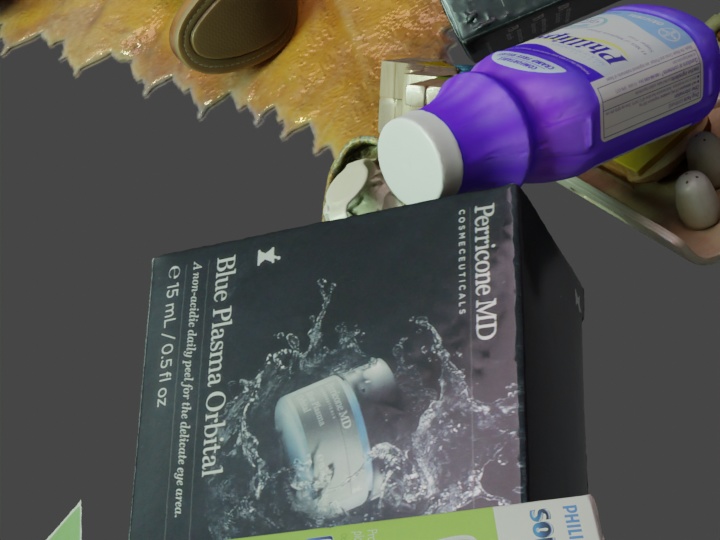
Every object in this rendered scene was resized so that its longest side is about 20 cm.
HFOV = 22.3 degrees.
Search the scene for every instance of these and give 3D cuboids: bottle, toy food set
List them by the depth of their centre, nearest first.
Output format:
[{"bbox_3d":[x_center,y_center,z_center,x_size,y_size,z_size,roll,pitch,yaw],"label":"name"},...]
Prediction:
[{"bbox_3d":[0.097,-0.084,0.938,0.200,0.065,0.084,-23,30,-35],"label":"bottle"},{"bbox_3d":[0.200,-0.101,1.031,0.200,0.060,0.143,-40,43,-14],"label":"toy food set"}]

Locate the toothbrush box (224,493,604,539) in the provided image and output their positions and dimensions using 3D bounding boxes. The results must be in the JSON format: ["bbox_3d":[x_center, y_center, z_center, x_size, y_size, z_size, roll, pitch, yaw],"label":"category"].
[{"bbox_3d":[0.007,0.183,0.744,0.200,0.146,0.086,-7,32,3],"label":"toothbrush box"}]

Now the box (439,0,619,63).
[{"bbox_3d":[0.135,-0.214,1.098,0.200,0.104,0.148,-23,-1,5],"label":"box"}]

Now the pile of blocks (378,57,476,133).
[{"bbox_3d":[0.057,-0.086,1.079,0.082,0.062,0.200,1,12,-6],"label":"pile of blocks"}]

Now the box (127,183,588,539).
[{"bbox_3d":[0.003,0.083,0.883,0.200,0.117,0.197,-11,58,19],"label":"box"}]

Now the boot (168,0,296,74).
[{"bbox_3d":[-0.109,-0.210,1.306,0.155,0.074,0.200,13,44,36],"label":"boot"}]

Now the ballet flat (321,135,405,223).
[{"bbox_3d":[0.000,0.000,1.035,0.071,0.071,0.200,-11,44,19],"label":"ballet flat"}]

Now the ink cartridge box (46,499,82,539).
[{"bbox_3d":[-0.148,0.229,0.846,0.146,0.048,0.200,-48,30,33],"label":"ink cartridge box"}]
